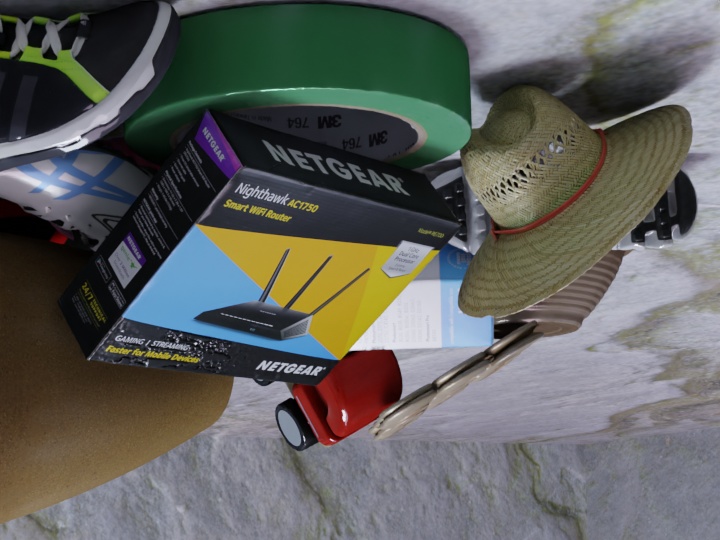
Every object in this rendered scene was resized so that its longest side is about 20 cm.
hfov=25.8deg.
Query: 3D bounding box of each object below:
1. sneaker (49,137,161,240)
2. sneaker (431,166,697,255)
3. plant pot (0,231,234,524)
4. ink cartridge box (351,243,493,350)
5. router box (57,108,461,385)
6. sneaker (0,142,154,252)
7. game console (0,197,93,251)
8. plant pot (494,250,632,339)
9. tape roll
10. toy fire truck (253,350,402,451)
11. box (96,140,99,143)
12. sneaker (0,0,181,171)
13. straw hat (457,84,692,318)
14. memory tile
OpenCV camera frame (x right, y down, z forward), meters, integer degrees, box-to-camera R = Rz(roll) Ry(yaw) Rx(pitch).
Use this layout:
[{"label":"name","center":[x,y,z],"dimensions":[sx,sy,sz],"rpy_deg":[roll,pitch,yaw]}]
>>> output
[{"label":"sneaker","center":[-0.117,-0.053,1.043],"dimensions":[0.198,0.080,0.095],"rpy_deg":[-5,-174,-19]},{"label":"sneaker","center":[0.144,-0.043,1.162],"dimensions":[0.198,0.076,0.081],"rpy_deg":[1,180,-5]},{"label":"plant pot","center":[-0.184,0.059,0.972],"dimensions":[0.199,0.188,0.186],"rpy_deg":[-4,173,-39]},{"label":"ink cartridge box","center":[0.000,0.000,1.194],"dimensions":[0.198,0.116,0.067],"rpy_deg":[-2,127,2]},{"label":"router box","center":[-0.055,-0.005,0.911],"dimensions":[0.199,0.051,0.149],"rpy_deg":[11,127,-51]},{"label":"sneaker","center":[-0.148,-0.034,0.917],"dimensions":[0.199,0.073,0.072],"rpy_deg":[18,175,-35]},{"label":"game console","center":[-0.239,0.008,1.092],"dimensions":[0.176,0.031,0.200],"rpy_deg":[-9,150,-45]},{"label":"plant pot","center":[0.136,0.006,1.344],"dimensions":[0.199,0.094,0.201],"rpy_deg":[-2,168,0]},{"label":"tape roll","center":[-0.036,-0.096,0.901],"dimensions":[0.198,0.049,0.201],"rpy_deg":[-2,169,0]},{"label":"toy fire truck","center":[-0.012,0.038,1.319],"dimensions":[0.128,0.177,0.200],"rpy_deg":[-27,175,-27]},{"label":"box","center":[-0.279,-0.085,0.953],"dimensions":[0.198,0.036,0.143],"rpy_deg":[-5,169,25]},{"label":"sneaker","center":[-0.188,-0.098,0.795],"dimensions":[0.199,0.072,0.083],"rpy_deg":[-22,127,14]},{"label":"straw hat","center":[0.105,-0.066,0.962],"dimensions":[0.085,0.201,0.201],"rpy_deg":[45,152,-14]},{"label":"memory tile","center":[0.078,0.096,1.327],"dimensions":[0.153,0.017,0.200],"rpy_deg":[-31,172,-8]}]
